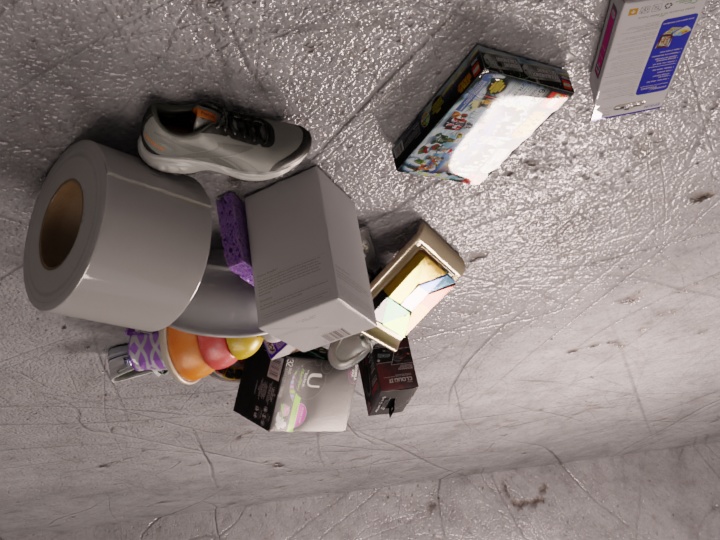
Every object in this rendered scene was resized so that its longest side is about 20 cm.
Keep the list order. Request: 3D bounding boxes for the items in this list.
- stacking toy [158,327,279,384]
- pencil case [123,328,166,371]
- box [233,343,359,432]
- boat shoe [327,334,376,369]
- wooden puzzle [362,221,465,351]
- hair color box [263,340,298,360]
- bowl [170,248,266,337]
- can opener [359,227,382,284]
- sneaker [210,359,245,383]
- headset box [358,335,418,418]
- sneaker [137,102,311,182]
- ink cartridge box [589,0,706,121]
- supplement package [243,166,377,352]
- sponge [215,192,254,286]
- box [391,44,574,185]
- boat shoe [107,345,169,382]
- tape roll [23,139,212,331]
[{"bbox_3d":[-0.206,0.102,1.208,0.199,0.147,0.146,-7,155,16],"label":"stacking toy"},{"bbox_3d":[-0.313,0.128,1.343,0.199,0.084,0.086,-6,114,2],"label":"pencil case"},{"bbox_3d":[-0.122,0.228,1.484,0.199,0.149,0.124,13,-178,-45],"label":"box"},{"bbox_3d":[0.014,0.100,1.319,0.202,0.075,0.086,-45,180,9],"label":"boat shoe"},{"bbox_3d":[0.082,0.036,1.239,0.200,0.037,0.185,-51,144,3],"label":"wooden puzzle"},{"bbox_3d":[-0.085,0.080,1.322,0.109,0.065,0.200,-16,164,-39],"label":"hair color box"},{"bbox_3d":[-0.206,0.024,1.128,0.200,0.091,0.201,9,-166,-2],"label":"bowl"},{"bbox_3d":[0.000,0.000,1.212,0.053,0.067,0.200,-46,147,-21],"label":"can opener"},{"bbox_3d":[-0.222,0.195,1.542,0.199,0.078,0.082,16,159,-36],"label":"sneaker"},{"bbox_3d":[0.046,0.175,1.432,0.075,0.201,0.149,-6,154,-12],"label":"headset box"},{"bbox_3d":[-0.152,-0.152,0.867,0.199,0.074,0.079,-1,147,-16],"label":"sneaker"},{"bbox_3d":[0.323,-0.252,0.870,0.094,0.037,0.200,-11,151,0],"label":"ink cartridge box"},{"bbox_3d":[-0.068,-0.013,1.021,0.121,0.201,0.120,-20,151,20],"label":"supplement package"},{"bbox_3d":[-0.137,-0.019,1.086,0.030,0.112,0.200,-22,151,13],"label":"sponge"},{"bbox_3d":[0.146,-0.184,0.940,0.136,0.040,0.200,4,150,-28],"label":"box"},{"bbox_3d":[-0.376,0.167,1.423,0.199,0.067,0.074,-14,154,9],"label":"boat shoe"},{"bbox_3d":[-0.290,-0.037,0.899,0.139,0.204,0.202,17,143,-43],"label":"tape roll"}]
